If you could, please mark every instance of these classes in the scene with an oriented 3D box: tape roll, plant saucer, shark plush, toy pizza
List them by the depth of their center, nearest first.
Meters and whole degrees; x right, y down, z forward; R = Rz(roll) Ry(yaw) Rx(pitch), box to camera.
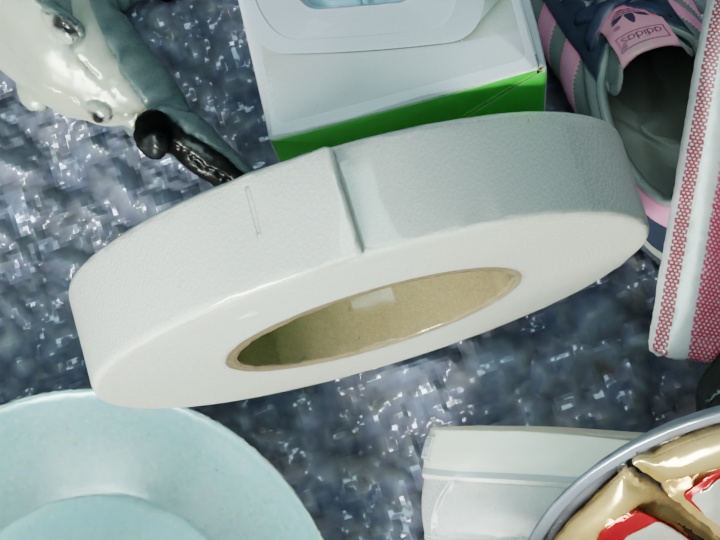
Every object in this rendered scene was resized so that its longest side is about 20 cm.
[{"bbox_3d":[0.152,0.117,0.709,0.199,0.201,0.032,-1,44,4],"label":"toy pizza"},{"bbox_3d":[0.000,0.000,0.719,0.202,0.203,0.037,-16,78,1],"label":"tape roll"},{"bbox_3d":[-0.102,0.147,0.792,0.200,0.039,0.202,-1,79,4],"label":"plant saucer"},{"bbox_3d":[-0.105,-0.110,0.833,0.200,0.091,0.083,42,54,15],"label":"shark plush"}]

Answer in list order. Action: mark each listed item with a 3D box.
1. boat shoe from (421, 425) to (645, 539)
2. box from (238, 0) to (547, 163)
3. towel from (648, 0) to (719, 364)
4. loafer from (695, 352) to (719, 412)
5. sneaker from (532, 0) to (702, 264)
[{"bbox_3d":[0.119,0.098,0.769,0.199,0.072,0.069,5,90,7],"label":"boat shoe"},{"bbox_3d":[0.004,-0.115,0.755,0.096,0.200,0.177,-15,79,1],"label":"box"},{"bbox_3d":[0.200,-0.020,0.766,0.199,0.030,0.147,14,83,-20],"label":"towel"},{"bbox_3d":[0.209,0.025,0.717,0.199,0.073,0.073,-25,42,-7],"label":"loafer"},{"bbox_3d":[0.102,-0.098,0.804,0.070,0.082,0.201,-28,78,0],"label":"sneaker"}]
